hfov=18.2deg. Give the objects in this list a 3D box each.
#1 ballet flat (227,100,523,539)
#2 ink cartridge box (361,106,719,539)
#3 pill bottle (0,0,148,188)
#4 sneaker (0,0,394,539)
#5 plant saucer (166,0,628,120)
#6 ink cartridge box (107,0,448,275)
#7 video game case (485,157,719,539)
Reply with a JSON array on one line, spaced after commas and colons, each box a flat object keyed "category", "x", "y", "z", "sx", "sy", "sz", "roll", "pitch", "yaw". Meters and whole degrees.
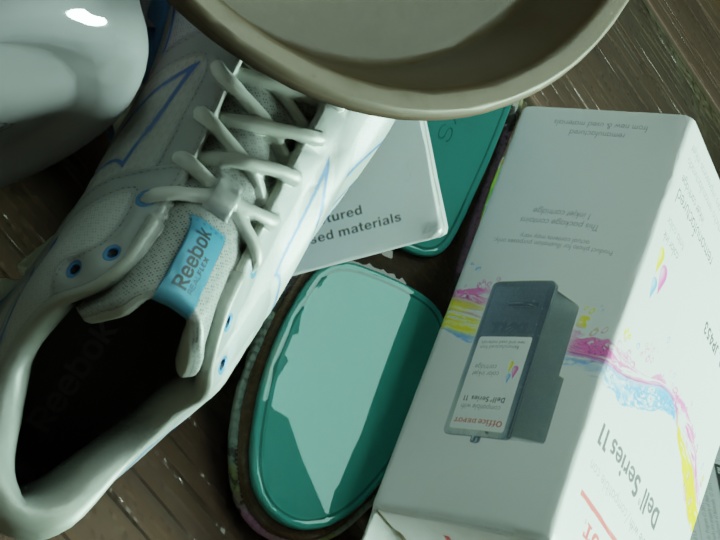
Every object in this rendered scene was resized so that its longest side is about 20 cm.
[{"category": "ballet flat", "x": 0.000, "y": 0.000, "z": 0.768, "sx": 0.069, "sy": 0.071, "sz": 0.202, "roll": 26, "pitch": 73, "yaw": -22}, {"category": "ink cartridge box", "x": 0.070, "y": 0.060, "z": 0.757, "sx": 0.117, "sy": 0.067, "sz": 0.201, "roll": 55, "pitch": 50, "yaw": -50}, {"category": "pill bottle", "x": -0.127, "y": -0.122, "z": 0.540, "sx": 0.109, "sy": 0.108, "sz": 0.202, "roll": 12, "pitch": 56, "yaw": -61}, {"category": "sneaker", "x": -0.037, "y": -0.014, "z": 0.561, "sx": 0.075, "sy": 0.201, "sz": 0.087, "roll": 30, "pitch": 2, "yaw": -15}, {"category": "plant saucer", "x": -0.002, "y": -0.134, "z": 0.541, "sx": 0.199, "sy": 0.029, "sz": 0.202, "roll": 7, "pitch": 79, "yaw": -37}, {"category": "ink cartridge box", "x": -0.046, "y": -0.112, "z": 0.655, "sx": 0.145, "sy": 0.083, "sz": 0.202, "roll": -125, "pitch": -157, "yaw": -69}, {"category": "video game case", "x": 0.086, "y": 0.041, "z": 0.898, "sx": 0.181, "sy": 0.023, "sz": 0.201, "roll": 18, "pitch": 46, "yaw": -25}]
